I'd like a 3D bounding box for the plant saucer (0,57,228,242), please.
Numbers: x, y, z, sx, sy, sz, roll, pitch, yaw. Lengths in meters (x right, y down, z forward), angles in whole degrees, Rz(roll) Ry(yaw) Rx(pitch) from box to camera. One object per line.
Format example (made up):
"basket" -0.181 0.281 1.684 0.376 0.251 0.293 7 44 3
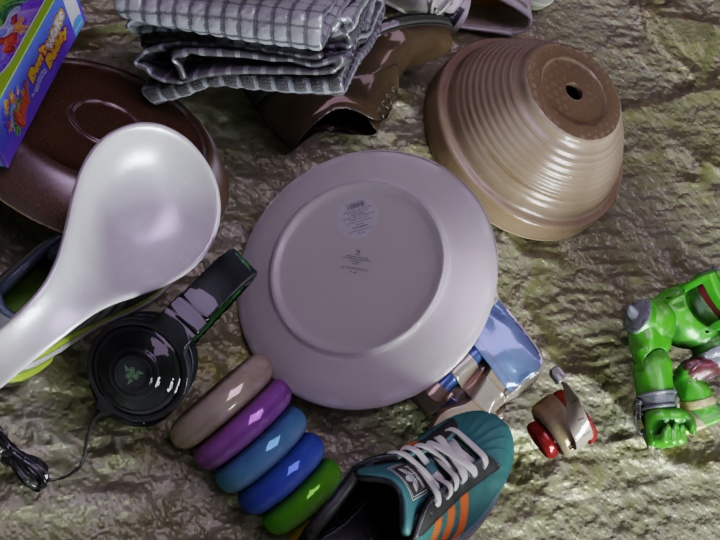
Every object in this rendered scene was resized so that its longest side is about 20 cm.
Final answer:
"plant saucer" -0.182 -0.093 0.801 0.199 0.032 0.201 20 33 -14

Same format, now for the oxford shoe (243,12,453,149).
"oxford shoe" 0.005 -0.154 0.956 0.199 0.073 0.085 -29 83 -23

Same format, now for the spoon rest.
"spoon rest" -0.161 -0.007 0.695 0.200 0.060 0.100 -49 115 -23

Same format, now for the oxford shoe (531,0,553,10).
"oxford shoe" 0.140 -0.353 1.132 0.075 0.058 0.201 -26 77 -32

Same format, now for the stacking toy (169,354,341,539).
"stacking toy" -0.036 0.157 0.771 0.200 0.085 0.085 50 54 -2

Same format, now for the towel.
"towel" -0.072 -0.194 0.863 0.164 0.086 0.200 7 35 10

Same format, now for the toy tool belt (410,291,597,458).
"toy tool belt" 0.070 0.081 0.856 0.123 0.125 0.200 -36 81 -5

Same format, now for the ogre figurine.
"ogre figurine" 0.289 0.067 0.974 0.199 0.098 0.121 -19 87 -22

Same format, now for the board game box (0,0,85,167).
"board game box" -0.302 -0.149 0.752 0.198 0.045 0.135 10 57 9

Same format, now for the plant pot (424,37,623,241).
"plant pot" 0.165 -0.136 1.013 0.199 0.093 0.202 13 60 -22

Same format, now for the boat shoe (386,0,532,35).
"boat shoe" 0.076 -0.252 1.043 0.199 0.071 0.070 4 61 -33

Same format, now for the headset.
"headset" -0.153 0.056 0.739 0.094 0.123 0.200 42 74 -2

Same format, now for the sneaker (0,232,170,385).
"sneaker" -0.178 0.000 0.771 0.074 0.081 0.200 46 54 0

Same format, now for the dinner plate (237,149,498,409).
"dinner plate" 0.000 0.000 0.825 0.198 0.024 0.202 -6 67 14

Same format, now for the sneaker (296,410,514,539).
"sneaker" 0.034 0.144 0.719 0.071 0.080 0.200 41 54 20
